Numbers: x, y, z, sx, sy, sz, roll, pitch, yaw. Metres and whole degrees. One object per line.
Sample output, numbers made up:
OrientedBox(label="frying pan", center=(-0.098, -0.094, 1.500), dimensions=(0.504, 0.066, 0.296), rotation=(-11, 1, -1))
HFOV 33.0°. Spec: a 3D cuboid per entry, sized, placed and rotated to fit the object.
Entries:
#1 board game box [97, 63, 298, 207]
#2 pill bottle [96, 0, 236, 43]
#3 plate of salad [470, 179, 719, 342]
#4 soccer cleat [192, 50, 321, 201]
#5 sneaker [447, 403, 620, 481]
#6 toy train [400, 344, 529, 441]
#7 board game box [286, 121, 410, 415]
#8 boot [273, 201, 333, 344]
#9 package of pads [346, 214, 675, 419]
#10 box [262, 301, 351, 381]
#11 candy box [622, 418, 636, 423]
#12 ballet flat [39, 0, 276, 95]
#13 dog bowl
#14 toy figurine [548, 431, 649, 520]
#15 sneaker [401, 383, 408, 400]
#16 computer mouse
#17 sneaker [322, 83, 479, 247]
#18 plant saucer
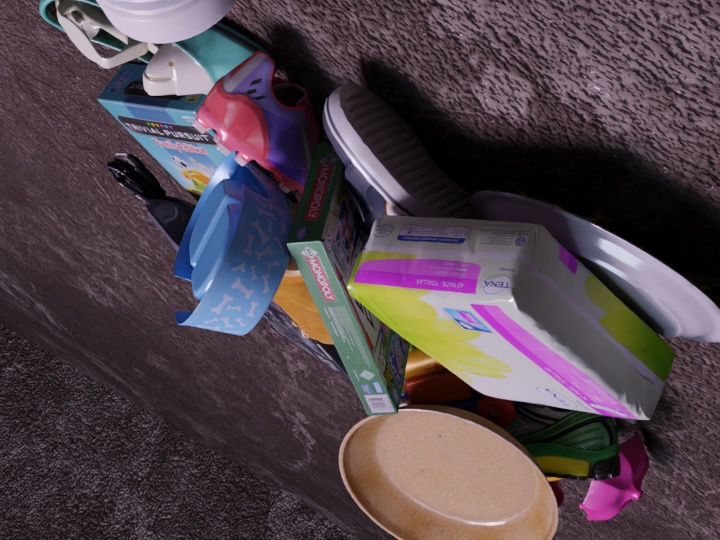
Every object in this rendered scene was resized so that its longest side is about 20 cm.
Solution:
OrientedBox(label="board game box", center=(-0.122, -0.100, 1.096), dimensions=(0.151, 0.047, 0.200), rotation=(14, 154, 46))
OrientedBox(label="pill bottle", center=(-0.135, -0.224, 0.678), dimensions=(0.113, 0.113, 0.200), rotation=(25, 161, 22))
OrientedBox(label="plate of salad", center=(0.168, -0.009, 0.840), dimensions=(0.200, 0.048, 0.200), rotation=(30, 173, 4))
OrientedBox(label="soccer cleat", center=(-0.054, -0.106, 0.937), dimensions=(0.067, 0.076, 0.200), rotation=(45, -171, 24))
OrientedBox(label="sneaker", center=(0.141, 0.142, 1.108), dimensions=(0.200, 0.085, 0.078), rotation=(0, 173, 26))
OrientedBox(label="toy train", center=(0.050, 0.085, 1.089), dimensions=(0.200, 0.085, 0.116), rotation=(-16, 117, 33))
OrientedBox(label="board game box", center=(0.000, 0.000, 0.955), dimensions=(0.029, 0.135, 0.200), rotation=(-4, 136, 20))
OrientedBox(label="boot", center=(-0.038, 0.012, 1.052), dimensions=(0.144, 0.071, 0.201), rotation=(49, 166, -26))
OrientedBox(label="package of pads", center=(0.103, 0.035, 0.847), dimensions=(0.154, 0.068, 0.200), rotation=(4, 155, 44))
OrientedBox(label="box", center=(-0.082, 0.026, 1.273), dimensions=(0.160, 0.044, 0.200), rotation=(49, 168, -26))
OrientedBox(label="candy box", center=(0.190, 0.067, 1.039), dimensions=(0.102, 0.026, 0.200), rotation=(23, 161, 24))
OrientedBox(label="ballet flat", center=(-0.162, -0.172, 0.933), dimensions=(0.200, 0.070, 0.067), rotation=(28, 159, 12))
OrientedBox(label="dog bowl", center=(-0.097, -0.020, 0.930), dimensions=(0.049, 0.112, 0.200), rotation=(24, -165, -18))
OrientedBox(label="toy figurine", center=(0.199, 0.181, 1.226), dimensions=(0.184, 0.150, 0.200), rotation=(-16, 106, 50))
OrientedBox(label="sneaker", center=(0.112, 0.141, 1.192), dimensions=(0.199, 0.071, 0.083), rotation=(-14, 121, 22))
OrientedBox(label="computer mouse", center=(-0.158, -0.039, 1.170), dimensions=(0.200, 0.053, 0.139), rotation=(44, 174, 43))
OrientedBox(label="sneaker", center=(0.025, -0.049, 0.893), dimensions=(0.079, 0.079, 0.200), rotation=(-27, 126, 30))
OrientedBox(label="plant saucer", center=(0.080, 0.182, 1.069), dimensions=(0.200, 0.035, 0.201), rotation=(14, 134, 15))
